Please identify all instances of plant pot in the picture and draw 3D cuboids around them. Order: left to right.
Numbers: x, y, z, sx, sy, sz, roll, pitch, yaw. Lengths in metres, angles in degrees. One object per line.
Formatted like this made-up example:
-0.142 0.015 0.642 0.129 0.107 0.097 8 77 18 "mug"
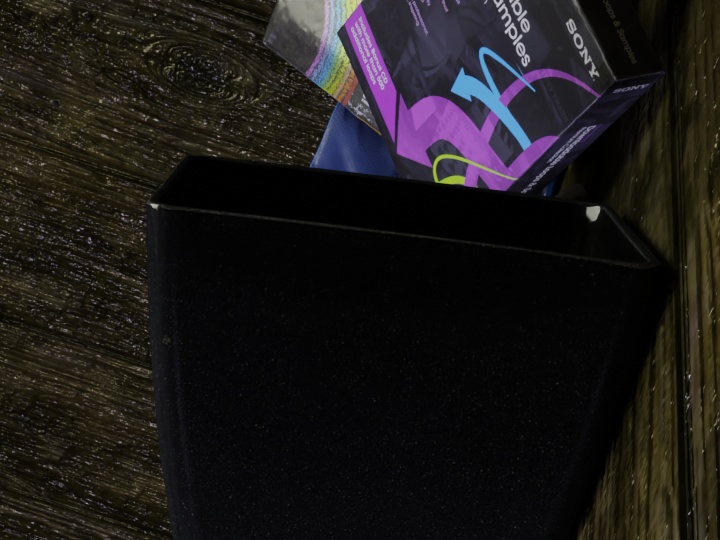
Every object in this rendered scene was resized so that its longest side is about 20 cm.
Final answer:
0.008 0.057 0.952 0.200 0.199 0.178 -89 5 -82 "plant pot"

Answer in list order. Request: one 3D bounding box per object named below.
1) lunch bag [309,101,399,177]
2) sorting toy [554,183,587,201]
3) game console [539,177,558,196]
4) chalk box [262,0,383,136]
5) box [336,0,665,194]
0.020 -0.031 1.836 0.136 0.132 0.200 57 -126 -72 "lunch bag"
0.059 0.042 1.153 0.180 0.107 0.200 -50 12 26 "sorting toy"
0.074 -0.105 1.434 0.118 0.171 0.200 -44 -8 -21 "game console"
0.065 -0.136 1.271 0.124 0.200 0.125 -8 -51 -45 "chalk box"
0.065 -0.112 1.128 0.200 0.036 0.143 -46 63 54 "box"
